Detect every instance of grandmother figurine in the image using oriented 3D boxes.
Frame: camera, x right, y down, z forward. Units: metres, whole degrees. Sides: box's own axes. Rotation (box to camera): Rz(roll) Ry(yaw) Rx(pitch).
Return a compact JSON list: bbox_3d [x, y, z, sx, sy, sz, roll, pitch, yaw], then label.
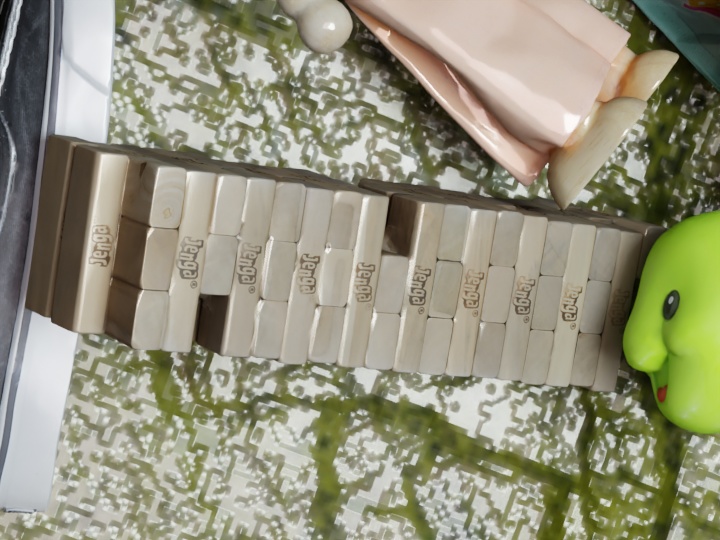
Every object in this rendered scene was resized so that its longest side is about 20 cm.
[{"bbox_3d":[0.003,-0.103,0.739,0.200,0.121,0.061,39,121,0],"label":"grandmother figurine"}]

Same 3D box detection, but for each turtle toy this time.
[{"bbox_3d":[0.171,-0.016,0.744,0.200,0.146,0.101,-43,87,-14],"label":"turtle toy"}]

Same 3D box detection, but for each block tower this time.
[{"bbox_3d":[0.000,0.000,0.723,0.199,0.054,0.058,5,99,-33],"label":"block tower"}]

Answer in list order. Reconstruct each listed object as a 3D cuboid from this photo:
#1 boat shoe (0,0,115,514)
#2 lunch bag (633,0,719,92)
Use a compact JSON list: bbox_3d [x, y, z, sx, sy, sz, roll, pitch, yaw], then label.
[{"bbox_3d":[-0.117,-0.026,0.728,0.067,0.072,0.202,7,99,-13],"label":"boat shoe"},{"bbox_3d":[0.133,-0.173,0.742,0.170,0.122,0.200,-40,105,-7],"label":"lunch bag"}]
